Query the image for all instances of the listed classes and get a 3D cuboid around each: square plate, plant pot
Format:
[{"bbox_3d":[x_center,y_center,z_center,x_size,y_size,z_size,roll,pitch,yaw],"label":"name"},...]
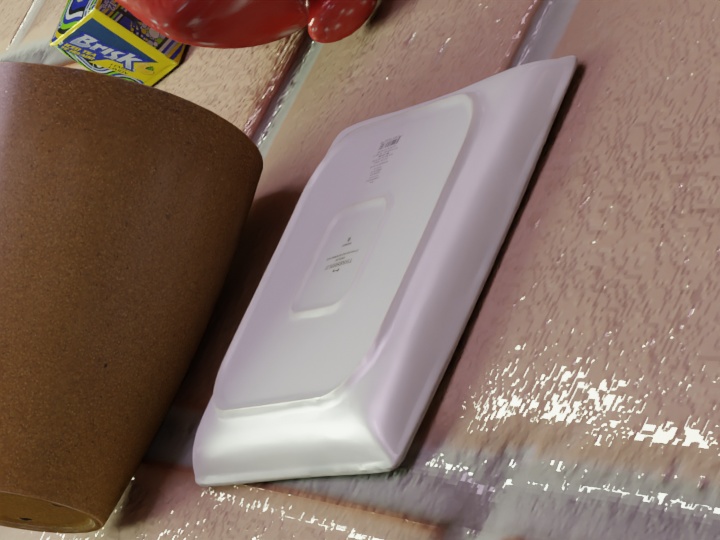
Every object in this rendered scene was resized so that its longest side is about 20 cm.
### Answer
[{"bbox_3d":[0.000,0.000,1.073,0.200,0.028,0.198,-13,49,61],"label":"square plate"},{"bbox_3d":[-0.154,0.024,1.216,0.186,0.186,0.200,-21,57,57],"label":"plant pot"}]

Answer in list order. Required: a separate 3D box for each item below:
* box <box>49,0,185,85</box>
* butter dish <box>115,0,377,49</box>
[{"bbox_3d":[-0.132,-0.217,1.605,0.064,0.070,0.200,-29,36,48],"label":"box"},{"bbox_3d":[-0.048,-0.182,1.291,0.199,0.148,0.200,-49,-19,24],"label":"butter dish"}]
